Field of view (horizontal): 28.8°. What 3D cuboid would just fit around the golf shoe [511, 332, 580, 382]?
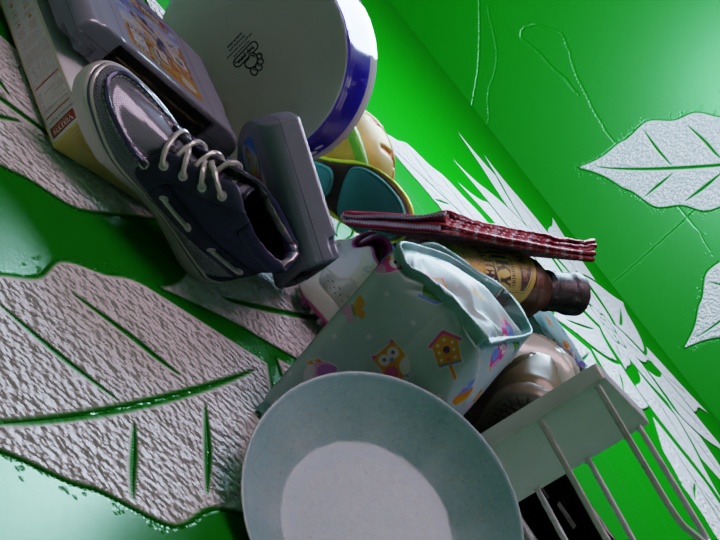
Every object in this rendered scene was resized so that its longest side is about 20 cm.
[{"bbox_3d":[0.097,0.081,1.234,0.199,0.079,0.097,15,6,4],"label":"golf shoe"}]

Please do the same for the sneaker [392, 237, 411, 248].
[{"bbox_3d":[0.042,-0.001,1.488,0.200,0.078,0.070,90,-20,-72],"label":"sneaker"}]

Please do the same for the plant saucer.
[{"bbox_3d":[0.010,0.162,0.910,0.200,0.039,0.202,15,51,-19],"label":"plant saucer"}]

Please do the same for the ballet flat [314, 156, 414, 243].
[{"bbox_3d":[-0.009,-0.079,1.397,0.200,0.067,0.067,24,11,36],"label":"ballet flat"}]

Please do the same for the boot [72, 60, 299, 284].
[{"bbox_3d":[-0.124,-0.076,1.034,0.200,0.090,0.073,55,48,-29],"label":"boot"}]

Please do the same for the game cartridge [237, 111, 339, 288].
[{"bbox_3d":[-0.064,-0.058,1.151,0.200,0.040,0.134,147,-71,-78],"label":"game cartridge"}]

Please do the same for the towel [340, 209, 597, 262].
[{"bbox_3d":[0.101,-0.034,1.272,0.199,0.023,0.144,9,-2,-38],"label":"towel"}]

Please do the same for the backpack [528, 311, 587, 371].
[{"bbox_3d":[0.112,0.071,1.379,0.200,0.151,0.178,29,19,-39],"label":"backpack"}]

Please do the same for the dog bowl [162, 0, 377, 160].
[{"bbox_3d":[-0.090,-0.199,1.321,0.200,0.200,0.079,53,17,11],"label":"dog bowl"}]

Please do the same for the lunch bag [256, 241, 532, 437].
[{"bbox_3d":[0.036,0.071,1.073,0.122,0.170,0.200,44,13,13],"label":"lunch bag"}]

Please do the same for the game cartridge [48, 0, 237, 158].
[{"bbox_3d":[-0.185,-0.186,1.170,0.200,0.041,0.133,39,22,-48],"label":"game cartridge"}]

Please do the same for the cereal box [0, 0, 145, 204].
[{"bbox_3d":[-0.211,-0.143,1.134,0.144,0.039,0.200,34,22,-49],"label":"cereal box"}]

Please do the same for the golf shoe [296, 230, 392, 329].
[{"bbox_3d":[0.000,0.000,1.316,0.075,0.091,0.200,46,13,-8],"label":"golf shoe"}]

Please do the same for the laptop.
[{"bbox_3d":[0.224,0.239,1.348,0.177,0.103,0.200,55,-25,23],"label":"laptop"}]

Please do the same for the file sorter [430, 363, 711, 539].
[{"bbox_3d":[0.129,0.185,1.002,0.139,0.200,0.125,39,21,-59],"label":"file sorter"}]

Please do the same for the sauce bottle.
[{"bbox_3d":[0.120,0.011,1.258,0.199,0.065,0.065,6,40,-35],"label":"sauce bottle"}]

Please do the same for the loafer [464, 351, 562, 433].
[{"bbox_3d":[0.109,0.132,1.121,0.076,0.200,0.068,36,50,-5],"label":"loafer"}]

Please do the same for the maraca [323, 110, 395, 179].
[{"bbox_3d":[-0.026,-0.128,1.532,0.200,0.107,0.138,-133,-147,-59],"label":"maraca"}]
